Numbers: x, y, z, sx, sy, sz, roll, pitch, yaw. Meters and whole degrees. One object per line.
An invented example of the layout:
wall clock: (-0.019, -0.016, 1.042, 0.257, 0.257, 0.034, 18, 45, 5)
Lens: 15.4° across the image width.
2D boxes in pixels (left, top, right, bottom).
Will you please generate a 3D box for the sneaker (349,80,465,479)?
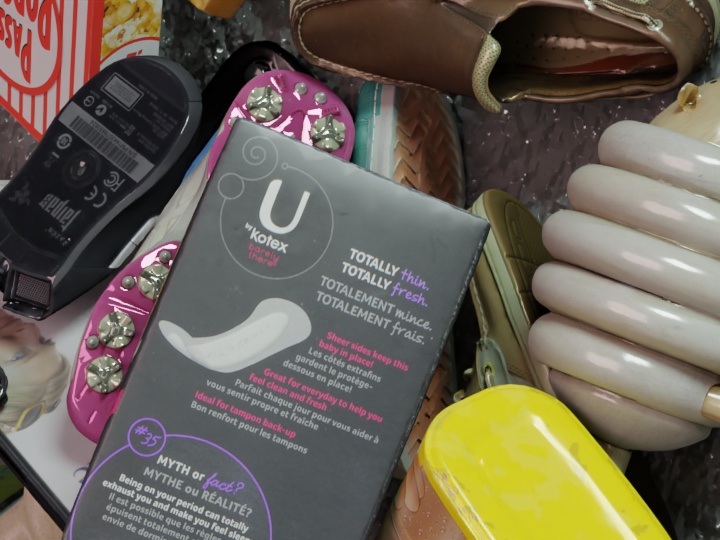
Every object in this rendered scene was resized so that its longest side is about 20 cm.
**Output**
sneaker: (0.000, 0.000, 1.278, 0.080, 0.071, 0.201, 0, 87, 34)

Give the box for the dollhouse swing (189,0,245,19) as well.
dollhouse swing: (-0.097, -0.253, 1.271, 0.200, 0.181, 0.176, -43, 25, 54)

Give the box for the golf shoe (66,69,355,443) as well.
golf shoe: (-0.072, 0.001, 1.255, 0.075, 0.092, 0.200, 36, 74, -5)

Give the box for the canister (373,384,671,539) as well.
canister: (0.058, 0.160, 1.150, 0.149, 0.086, 0.200, 53, 146, 23)

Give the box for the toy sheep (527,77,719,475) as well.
toy sheep: (0.137, 0.010, 1.134, 0.138, 0.138, 0.201, 20, 86, 38)

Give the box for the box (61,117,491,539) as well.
box: (-0.039, 0.053, 1.151, 0.122, 0.106, 0.201, 23, 83, -2)

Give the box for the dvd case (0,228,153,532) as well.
dvd case: (-0.123, 0.041, 1.282, 0.200, 0.142, 0.018, 43, 156, 40)

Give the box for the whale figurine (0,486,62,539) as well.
whale figurine: (-0.106, 0.139, 1.339, 0.158, 0.104, 0.201, 9, 118, 0)

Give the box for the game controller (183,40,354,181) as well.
game controller: (-0.074, -0.018, 1.357, 0.200, 0.042, 0.104, -53, 58, 23)

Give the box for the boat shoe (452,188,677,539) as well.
boat shoe: (0.078, 0.061, 1.210, 0.066, 0.074, 0.201, -29, 69, 27)

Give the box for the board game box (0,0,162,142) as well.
board game box: (-0.158, -0.166, 1.336, 0.151, 0.046, 0.200, 42, 141, 34)

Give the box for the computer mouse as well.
computer mouse: (-0.166, -0.028, 1.301, 0.140, 0.046, 0.200, 31, 81, 32)

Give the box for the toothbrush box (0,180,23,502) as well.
toothbrush box: (-0.240, 0.058, 1.431, 0.200, 0.086, 0.146, -34, 66, 43)

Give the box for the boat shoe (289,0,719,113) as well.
boat shoe: (0.058, -0.108, 1.195, 0.202, 0.075, 0.075, -2, 126, 20)
